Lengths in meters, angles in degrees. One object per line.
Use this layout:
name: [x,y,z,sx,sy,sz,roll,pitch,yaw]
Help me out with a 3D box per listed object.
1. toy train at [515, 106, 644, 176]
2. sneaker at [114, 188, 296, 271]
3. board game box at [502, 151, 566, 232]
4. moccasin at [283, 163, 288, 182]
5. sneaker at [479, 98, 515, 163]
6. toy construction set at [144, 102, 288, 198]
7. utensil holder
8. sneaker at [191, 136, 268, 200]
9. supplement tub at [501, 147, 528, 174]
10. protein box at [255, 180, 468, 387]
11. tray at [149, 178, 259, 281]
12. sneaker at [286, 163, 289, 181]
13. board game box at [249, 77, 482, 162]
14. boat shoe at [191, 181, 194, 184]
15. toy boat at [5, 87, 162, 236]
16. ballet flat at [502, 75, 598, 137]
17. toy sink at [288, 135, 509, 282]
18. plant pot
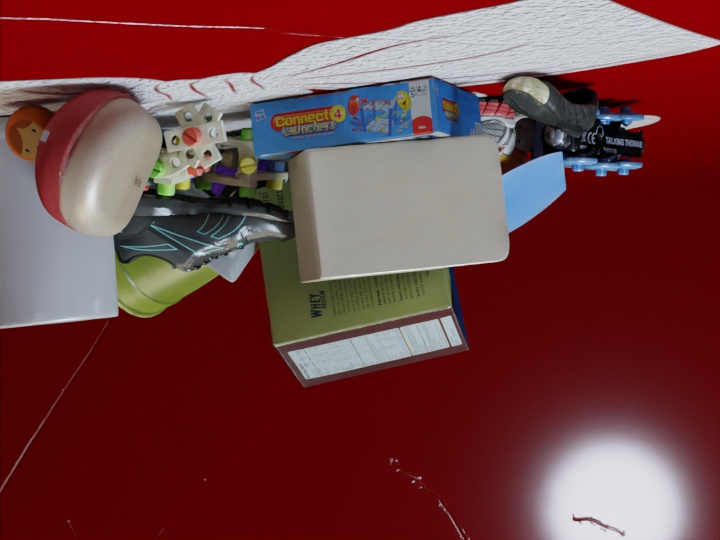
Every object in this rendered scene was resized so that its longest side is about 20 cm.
toy train: [0.266,-0.159,1.883,0.114,0.087,0.199,4,-177,40]
sneaker: [-0.163,-0.040,1.618,0.199,0.080,0.075,4,-172,-8]
board game box: [0.161,-0.091,1.803,0.158,0.039,0.200,-30,161,0]
moccasin: [-0.137,-0.119,2.121,0.199,0.069,0.080,-7,179,22]
sneaker: [0.089,-0.142,1.769,0.199,0.083,0.078,-8,177,41]
toy construction set: [-0.162,-0.116,1.588,0.130,0.093,0.200,9,178,14]
utensil holder: [-0.329,-0.045,1.554,0.169,0.201,0.170,-6,179,0]
sneaker: [-0.164,-0.104,1.839,0.069,0.100,0.200,-5,-178,-39]
supplement tub: [0.141,-0.124,1.980,0.122,0.123,0.200,-6,179,-11]
protein box: [0.000,0.000,1.744,0.199,0.200,0.135,-13,154,7]
tray: [-0.198,-0.074,1.679,0.022,0.200,0.107,-51,-175,29]
sneaker: [-0.036,-0.131,1.923,0.106,0.075,0.200,-6,178,-9]
board game box: [0.011,-0.152,1.619,0.195,0.056,0.200,-6,179,17]
boat shoe: [-0.243,-0.079,1.909,0.199,0.061,0.074,16,-144,-4]
toy boat: [-0.263,-0.109,1.411,0.130,0.131,0.200,23,178,-1]
ballet flat: [0.200,-0.183,1.629,0.066,0.057,0.200,24,-174,24]
toy sink: [0.036,-0.062,1.580,0.199,0.131,0.112,-7,179,-13]
plant pot: [-0.232,-0.061,2.037,0.192,0.201,0.200,-19,173,26]
